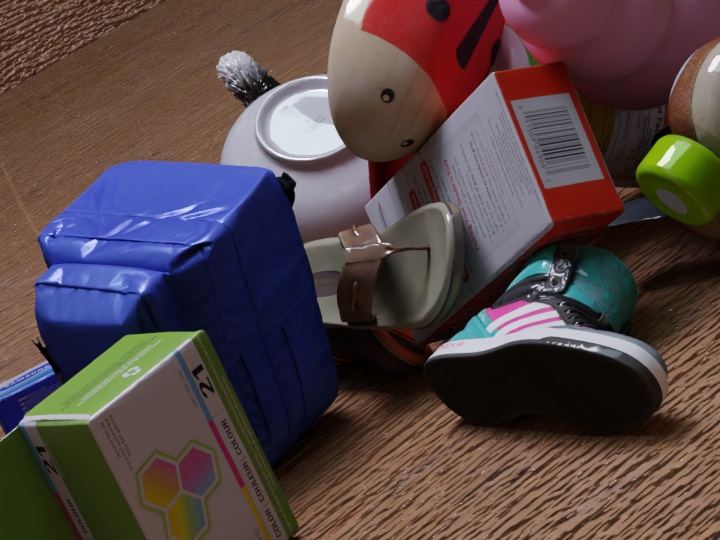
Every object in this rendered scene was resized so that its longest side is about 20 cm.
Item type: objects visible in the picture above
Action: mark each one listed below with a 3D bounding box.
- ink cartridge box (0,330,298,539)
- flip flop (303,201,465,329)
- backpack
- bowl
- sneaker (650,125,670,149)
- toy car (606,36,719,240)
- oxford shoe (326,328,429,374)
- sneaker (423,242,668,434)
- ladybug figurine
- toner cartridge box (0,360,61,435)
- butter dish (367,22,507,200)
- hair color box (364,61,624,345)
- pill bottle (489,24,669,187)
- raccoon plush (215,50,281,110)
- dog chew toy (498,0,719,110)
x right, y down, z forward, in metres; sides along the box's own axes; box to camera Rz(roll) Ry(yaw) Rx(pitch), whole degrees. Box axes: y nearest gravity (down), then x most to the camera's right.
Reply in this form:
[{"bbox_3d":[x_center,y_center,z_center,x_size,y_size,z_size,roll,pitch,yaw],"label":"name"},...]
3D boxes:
[{"bbox_3d":[-0.148,0.149,1.224,0.076,0.148,0.200,-6,25,44],"label":"ink cartridge box"},{"bbox_3d":[0.000,0.000,1.407,0.057,0.081,0.200,7,-10,-38],"label":"flip flop"},{"bbox_3d":[-0.121,0.048,1.402,0.162,0.200,0.168,9,42,38],"label":"backpack"},{"bbox_3d":[-0.034,-0.098,1.752,0.201,0.090,0.201,-5,51,6],"label":"bowl"},{"bbox_3d":[0.303,-0.091,1.448,0.199,0.076,0.114,-5,24,42],"label":"sneaker"},{"bbox_3d":[0.231,-0.077,1.344,0.164,0.158,0.200,-52,19,-16],"label":"toy car"},{"bbox_3d":[-0.014,0.049,1.521,0.073,0.071,0.200,-60,28,0],"label":"oxford shoe"},{"bbox_3d":[0.138,0.038,1.281,0.121,0.084,0.200,-45,23,-27],"label":"sneaker"},{"bbox_3d":[0.046,-0.160,1.426,0.072,0.136,0.200,4,52,32],"label":"ladybug figurine"},{"bbox_3d":[-0.160,0.087,1.525,0.200,0.095,0.043,-26,15,-6],"label":"toner cartridge box"},{"bbox_3d":[0.104,-0.102,1.642,0.148,0.200,0.200,16,38,31],"label":"butter dish"},{"bbox_3d":[0.085,-0.041,1.394,0.064,0.111,0.200,-10,-19,-31],"label":"hair color box"},{"bbox_3d":[0.172,-0.118,1.538,0.200,0.111,0.111,2,4,-26],"label":"pill bottle"},{"bbox_3d":[-0.072,-0.120,1.874,0.097,0.200,0.134,-46,-6,-10],"label":"raccoon plush"},{"bbox_3d":[0.160,-0.175,1.387,0.124,0.125,0.200,-15,-12,31],"label":"dog chew toy"}]
